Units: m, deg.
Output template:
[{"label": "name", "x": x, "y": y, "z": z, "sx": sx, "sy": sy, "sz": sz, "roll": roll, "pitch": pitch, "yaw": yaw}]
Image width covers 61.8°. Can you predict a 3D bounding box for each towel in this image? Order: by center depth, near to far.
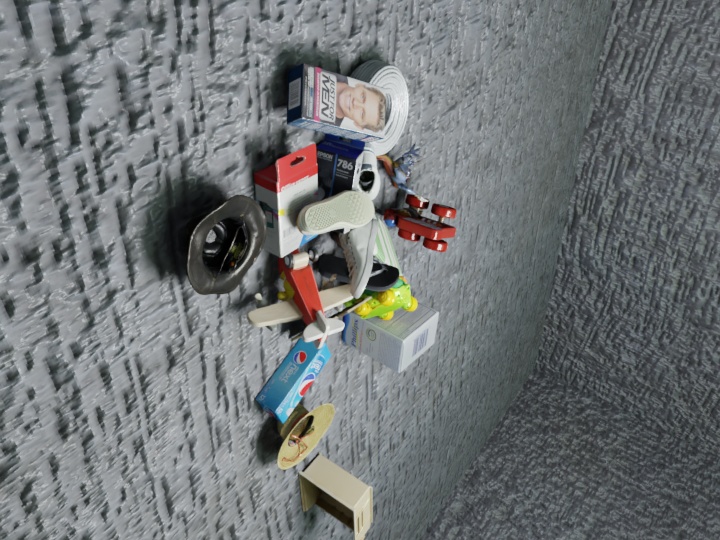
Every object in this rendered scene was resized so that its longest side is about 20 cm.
[{"label": "towel", "x": 0.043, "y": -0.078, "z": 1.481, "sx": 0.023, "sy": 0.156, "sz": 0.200, "roll": -24, "pitch": 154, "yaw": 15}]

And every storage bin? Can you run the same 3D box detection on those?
[{"label": "storage bin", "x": -0.069, "y": 0.657, "z": 1.716, "sx": 0.093, "sy": 0.196, "sz": 0.203, "roll": -39, "pitch": 141, "yaw": -41}]

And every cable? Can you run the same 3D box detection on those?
[{"label": "cable", "x": 0.030, "y": -0.350, "z": 1.318, "sx": 0.200, "sy": 0.068, "sz": 0.204, "roll": -43, "pitch": 143, "yaw": -36}]

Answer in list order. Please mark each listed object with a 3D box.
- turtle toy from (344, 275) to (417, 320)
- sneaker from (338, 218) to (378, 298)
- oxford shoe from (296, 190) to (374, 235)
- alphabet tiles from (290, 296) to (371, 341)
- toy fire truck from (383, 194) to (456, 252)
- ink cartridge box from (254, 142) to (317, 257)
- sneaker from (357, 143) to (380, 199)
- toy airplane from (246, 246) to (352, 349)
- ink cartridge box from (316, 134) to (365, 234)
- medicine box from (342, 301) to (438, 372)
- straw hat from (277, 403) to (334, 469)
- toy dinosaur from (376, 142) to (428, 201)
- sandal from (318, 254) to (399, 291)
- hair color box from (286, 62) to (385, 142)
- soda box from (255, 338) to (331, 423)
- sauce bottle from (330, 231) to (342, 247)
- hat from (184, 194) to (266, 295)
[{"label": "turtle toy", "x": 0.040, "y": 0.062, "z": 1.496, "sx": 0.144, "sy": 0.196, "sz": 0.104, "roll": 17, "pitch": 58, "yaw": -53}, {"label": "sneaker", "x": -0.016, "y": -0.034, "z": 1.309, "sx": 0.073, "sy": 0.082, "sz": 0.205, "roll": 126, "pitch": -22, "yaw": -53}, {"label": "oxford shoe", "x": -0.051, "y": -0.113, "z": 1.202, "sx": 0.197, "sy": 0.057, "sz": 0.077, "roll": -18, "pitch": 95, "yaw": -41}, {"label": "alphabet tiles", "x": -0.068, "y": 0.112, "z": 1.385, "sx": 0.165, "sy": 0.198, "sz": 0.006, "roll": -28, "pitch": 89, "yaw": -53}, {"label": "toy fire truck", "x": 0.143, "y": -0.122, "z": 1.530, "sx": 0.166, "sy": 0.196, "sz": 0.115, "roll": -6, "pitch": 115, "yaw": -57}, {"label": "ink cartridge box", "x": -0.143, "y": -0.144, "z": 1.173, "sx": 0.115, "sy": 0.066, "sz": 0.205, "roll": -35, "pitch": 138, "yaw": -43}, {"label": "sneaker", "x": 0.007, "y": -0.200, "z": 1.342, "sx": 0.201, "sy": 0.071, "sz": 0.073, "roll": 74, "pitch": 14, "yaw": -66}, {"label": "toy airplane", "x": -0.119, "y": 0.068, "z": 1.249, "sx": 0.141, "sy": 0.197, "sz": 0.203, "roll": -35, "pitch": -152, "yaw": 53}, {"label": "ink cartridge box", "x": -0.053, "y": -0.188, "z": 1.258, "sx": 0.039, "sy": 0.097, "sz": 0.206, "roll": -32, "pitch": 135, "yaw": -64}, {"label": "medicine box", "x": 0.080, "y": 0.150, "z": 1.612, "sx": 0.181, "sy": 0.197, "sz": 0.106, "roll": -30, "pitch": 135, "yaw": -46}, {"label": "straw hat", "x": -0.160, "y": 0.384, "z": 1.491, "sx": 0.199, "sy": 0.085, "sz": 0.204, "roll": -37, "pitch": 148, "yaw": -27}, {"label": "toy dinosaur", "x": 0.096, "y": -0.253, "z": 1.493, "sx": 0.181, "sy": 0.195, "sz": 0.108, "roll": 155, "pitch": -48, "yaw": -70}, {"label": "sandal", "x": 0.000, "y": 0.000, "z": 1.394, "sx": 0.043, "sy": 0.194, "sz": 0.078, "roll": 109, "pitch": -15, "yaw": -46}, {"label": "hair color box", "x": -0.043, "y": -0.313, "z": 1.143, "sx": 0.196, "sy": 0.060, "sz": 0.104, "roll": 3, "pitch": 88, "yaw": -39}, {"label": "soda box", "x": -0.155, "y": 0.251, "z": 1.424, "sx": 0.202, "sy": 0.067, "sz": 0.065, "roll": -54, "pitch": 148, "yaw": -23}, {"label": "sauce bottle", "x": -0.024, "y": -0.080, "z": 1.423, "sx": 0.066, "sy": 0.064, "sz": 0.199, "roll": -63, "pitch": 148, "yaw": -6}, {"label": "hat", "x": -0.251, "y": -0.056, "z": 1.046, "sx": 0.201, "sy": 0.080, "sz": 0.204, "roll": -48, "pitch": 154, "yaw": -32}]
